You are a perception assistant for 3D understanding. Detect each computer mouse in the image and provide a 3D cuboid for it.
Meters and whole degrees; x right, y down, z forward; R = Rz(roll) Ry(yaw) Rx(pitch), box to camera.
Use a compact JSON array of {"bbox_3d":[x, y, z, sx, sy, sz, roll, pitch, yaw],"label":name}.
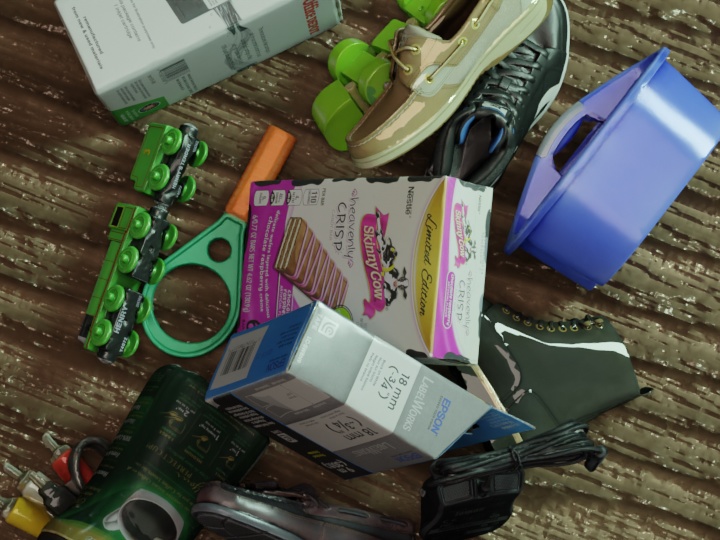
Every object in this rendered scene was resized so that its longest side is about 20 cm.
[{"bbox_3d":[0.110,0.150,1.594,0.140,0.200,0.046,-12,69,-6],"label":"computer mouse"}]

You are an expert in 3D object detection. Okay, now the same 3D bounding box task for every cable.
[{"bbox_3d":[-0.195,0.210,1.678,0.200,0.050,0.097,46,70,-7],"label":"cable"}]

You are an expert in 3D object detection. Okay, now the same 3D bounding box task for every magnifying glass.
[{"bbox_3d":[-0.108,-0.023,1.699,0.080,0.022,0.200,28,88,4],"label":"magnifying glass"}]

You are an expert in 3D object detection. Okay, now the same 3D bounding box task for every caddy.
[{"bbox_3d":[0.189,-0.079,1.635,0.105,0.141,0.200,38,86,2],"label":"caddy"}]

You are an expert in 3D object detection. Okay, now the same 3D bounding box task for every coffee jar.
[{"bbox_3d":[-0.164,0.177,1.621,0.104,0.085,0.200,41,70,-16],"label":"coffee jar"}]

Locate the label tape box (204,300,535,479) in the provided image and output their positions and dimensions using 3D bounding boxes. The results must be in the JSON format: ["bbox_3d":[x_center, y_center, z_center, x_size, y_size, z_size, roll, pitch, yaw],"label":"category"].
[{"bbox_3d":[0.006,0.107,1.582,0.200,0.144,0.063,31,66,-19],"label":"label tape box"}]

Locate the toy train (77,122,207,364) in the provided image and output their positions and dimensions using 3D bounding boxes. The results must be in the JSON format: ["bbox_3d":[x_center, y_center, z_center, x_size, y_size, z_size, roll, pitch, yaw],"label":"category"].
[{"bbox_3d":[-0.176,-0.024,1.682,0.056,0.042,0.200,13,81,47],"label":"toy train"}]

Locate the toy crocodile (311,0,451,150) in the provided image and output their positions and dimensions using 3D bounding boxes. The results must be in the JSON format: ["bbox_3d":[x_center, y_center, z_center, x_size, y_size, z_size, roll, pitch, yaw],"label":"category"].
[{"bbox_3d":[0.039,-0.177,1.688,0.200,0.068,0.062,-45,129,-6],"label":"toy crocodile"}]

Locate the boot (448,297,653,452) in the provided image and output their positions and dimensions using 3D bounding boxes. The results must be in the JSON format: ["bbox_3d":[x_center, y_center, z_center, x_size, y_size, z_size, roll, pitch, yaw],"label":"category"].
[{"bbox_3d":[0.127,0.040,1.666,0.138,0.077,0.200,-26,97,-6],"label":"boot"}]

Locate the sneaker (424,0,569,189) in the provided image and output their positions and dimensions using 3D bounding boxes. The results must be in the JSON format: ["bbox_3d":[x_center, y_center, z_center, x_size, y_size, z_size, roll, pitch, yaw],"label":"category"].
[{"bbox_3d":[0.113,-0.135,1.656,0.073,0.112,0.200,25,86,1],"label":"sneaker"}]

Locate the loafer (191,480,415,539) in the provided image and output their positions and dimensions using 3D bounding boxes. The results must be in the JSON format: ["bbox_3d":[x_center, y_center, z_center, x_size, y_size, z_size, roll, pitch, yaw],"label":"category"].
[{"bbox_3d":[-0.040,0.191,1.624,0.200,0.072,0.063,27,67,-31],"label":"loafer"}]

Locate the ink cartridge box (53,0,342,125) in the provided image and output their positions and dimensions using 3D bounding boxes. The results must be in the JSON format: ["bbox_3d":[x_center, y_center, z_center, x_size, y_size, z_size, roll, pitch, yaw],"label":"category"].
[{"bbox_3d":[-0.122,-0.200,1.653,0.200,0.147,0.083,-25,83,-2],"label":"ink cartridge box"}]

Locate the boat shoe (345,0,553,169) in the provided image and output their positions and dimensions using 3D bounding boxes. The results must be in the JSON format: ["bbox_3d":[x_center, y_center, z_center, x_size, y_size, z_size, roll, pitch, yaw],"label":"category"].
[{"bbox_3d":[0.055,-0.163,1.624,0.200,0.074,0.066,-46,116,-7],"label":"boat shoe"}]

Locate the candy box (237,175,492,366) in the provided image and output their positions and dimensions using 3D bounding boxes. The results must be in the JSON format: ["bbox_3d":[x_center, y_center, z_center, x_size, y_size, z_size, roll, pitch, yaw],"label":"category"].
[{"bbox_3d":[0.000,0.000,1.618,0.200,0.061,0.137,0,82,40],"label":"candy box"}]
